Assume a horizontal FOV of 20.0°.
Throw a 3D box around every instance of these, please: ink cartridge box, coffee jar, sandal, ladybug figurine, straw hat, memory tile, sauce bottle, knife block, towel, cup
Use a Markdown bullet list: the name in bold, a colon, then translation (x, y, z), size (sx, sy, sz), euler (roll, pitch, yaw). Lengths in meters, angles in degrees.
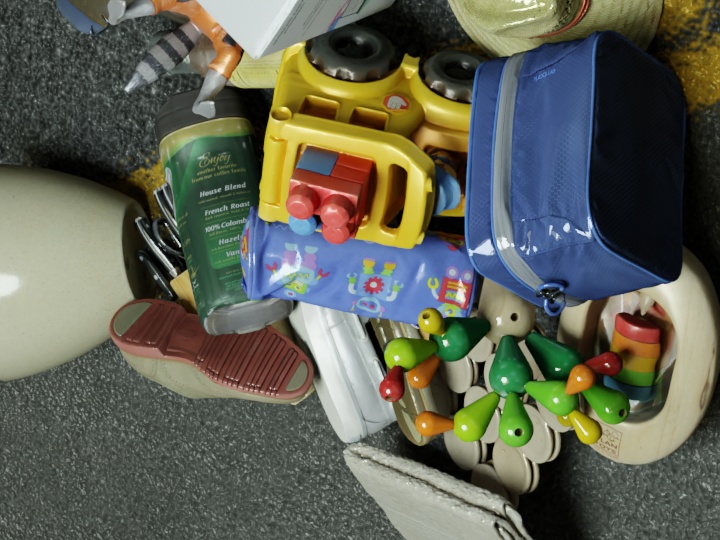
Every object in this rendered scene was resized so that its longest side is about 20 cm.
- **ink cartridge box**: translation (-0.055, -0.260, 1.576), size (0.145, 0.200, 0.084), euler (46, 126, 10)
- **coffee jar**: translation (-0.117, -0.053, 1.738), size (0.104, 0.085, 0.201), euler (94, 162, -75)
- **sandal**: translation (0.045, 0.046, 1.723), size (0.080, 0.054, 0.201), euler (155, 102, -74)
- **ladybug figurine**: translation (0.223, 0.060, 1.597), size (0.135, 0.072, 0.201), euler (26, 123, 25)
- **straw hat**: translation (0.121, -0.216, 1.541), size (0.200, 0.085, 0.202), euler (15, 117, 31)
- **memory tile**: translation (0.114, 0.104, 1.684), size (0.154, 0.017, 0.200), euler (60, 147, 23)
- **sauce bottle**: translation (-0.093, -0.186, 1.723), size (0.199, 0.065, 0.065), euler (5, 113, 35)
- **knife block**: translation (-0.109, 0.007, 1.818), size (0.199, 0.064, 0.176), euler (19, 121, 28)
- **towel**: translation (0.081, 0.211, 1.731), size (0.200, 0.035, 0.133), euler (18, 152, 45)
- **cup**: translation (-0.268, -0.005, 1.866), size (0.142, 0.200, 0.201), euler (-6, 108, 12)

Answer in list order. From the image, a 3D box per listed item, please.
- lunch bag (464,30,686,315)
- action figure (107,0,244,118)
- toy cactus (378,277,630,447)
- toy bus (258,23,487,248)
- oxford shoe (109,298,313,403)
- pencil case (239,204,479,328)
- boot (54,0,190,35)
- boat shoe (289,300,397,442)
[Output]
- **lunch bag**: translation (0.153, -0.064, 1.514), size (0.132, 0.136, 0.201), euler (-11, 63, 38)
- **action figure**: translation (-0.137, -0.237, 1.653), size (0.200, 0.194, 0.105), euler (39, 140, -3)
- **toy cactus**: translation (0.111, 0.057, 1.549), size (0.199, 0.166, 0.103), euler (6, 138, -6)
- **toy bus**: translation (0.015, -0.082, 1.583), size (0.199, 0.192, 0.136), euler (13, 127, 4)
- **oxford shoe**: translation (-0.124, 0.081, 1.792), size (0.199, 0.071, 0.075), euler (18, 146, 27)
- **pencil case**: translation (0.000, 0.000, 1.642), size (0.199, 0.078, 0.087), euler (9, 120, -5)
- **boot**: translation (-0.200, -0.242, 1.781), size (0.200, 0.075, 0.097), euler (37, 138, 28)
- **boat shoe**: translation (-0.018, 0.046, 1.768), size (0.072, 0.068, 0.201), euler (137, 113, -74)
